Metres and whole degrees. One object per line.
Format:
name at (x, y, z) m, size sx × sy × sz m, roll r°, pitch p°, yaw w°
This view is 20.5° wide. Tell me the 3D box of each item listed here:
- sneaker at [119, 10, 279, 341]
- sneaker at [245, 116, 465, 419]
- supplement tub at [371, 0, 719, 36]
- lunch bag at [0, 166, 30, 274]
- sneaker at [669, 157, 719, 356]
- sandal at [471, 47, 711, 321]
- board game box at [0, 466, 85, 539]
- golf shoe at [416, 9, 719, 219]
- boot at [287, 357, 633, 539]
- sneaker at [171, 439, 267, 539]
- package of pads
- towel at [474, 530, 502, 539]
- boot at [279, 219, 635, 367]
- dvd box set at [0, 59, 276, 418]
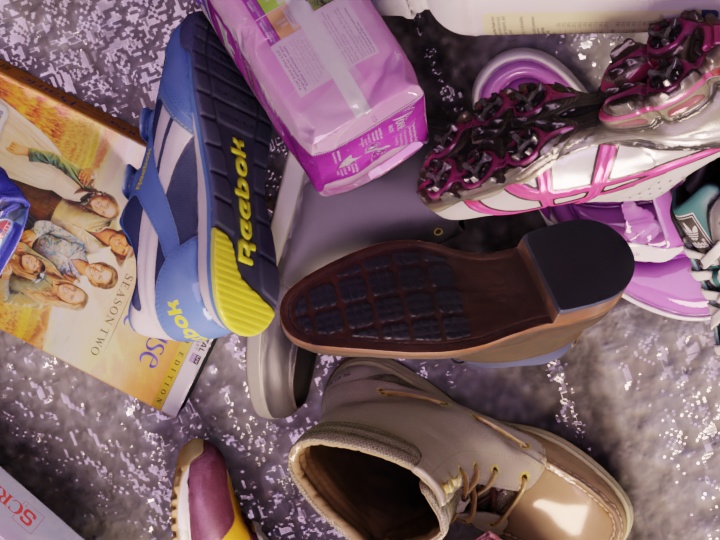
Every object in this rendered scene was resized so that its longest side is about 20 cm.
sneaker at (-0.097, -0.052, 1.110) m, size 0.082 × 0.074 × 0.201 m, roll -18°, pitch 60°, yaw 32°
sneaker at (0.000, 0.000, 1.142) m, size 0.106 × 0.075 × 0.201 m, roll 14°, pitch 104°, yaw 7°
supplement tub at (0.107, -0.197, 1.045) m, size 0.199 × 0.145 × 0.145 m, roll 0°, pitch 104°, yaw 8°
lunch bag at (-0.279, -0.018, 1.147) m, size 0.151 × 0.094 × 0.200 m, roll 42°, pitch 99°, yaw 31°
sneaker at (0.206, -0.011, 1.092) m, size 0.080 × 0.071 × 0.201 m, roll 0°, pitch 86°, yaw -22°
sandal at (0.139, -0.040, 1.127) m, size 0.203 × 0.050 × 0.082 m, roll 40°, pitch 107°, yaw -5°
board game box at (-0.226, 0.212, 1.202) m, size 0.200 × 0.041 × 0.200 m, roll 42°, pitch 131°, yaw -4°
golf shoe at (0.122, -0.059, 1.047) m, size 0.200 × 0.073 × 0.092 m, roll -19°, pitch 131°, yaw 33°
boot at (0.058, 0.127, 1.124) m, size 0.200 × 0.155 × 0.072 m, roll 28°, pitch 106°, yaw 2°
sneaker at (-0.057, 0.190, 1.197) m, size 0.090 × 0.075 × 0.201 m, roll -9°, pitch 109°, yaw 2°
package of pads at (-0.042, -0.144, 1.062) m, size 0.076 × 0.121 × 0.200 m, roll -31°, pitch 78°, yaw -3°
towel at (0.059, 0.218, 1.145) m, size 0.144 × 0.200 × 0.023 m, roll -31°, pitch 55°, yaw 15°
boot at (0.049, 0.032, 1.105) m, size 0.199 × 0.097 × 0.075 m, roll -8°, pitch 61°, yaw -14°
dvd box set at (-0.166, -0.020, 1.184) m, size 0.200 × 0.029 × 0.147 m, roll 28°, pitch 105°, yaw 1°
